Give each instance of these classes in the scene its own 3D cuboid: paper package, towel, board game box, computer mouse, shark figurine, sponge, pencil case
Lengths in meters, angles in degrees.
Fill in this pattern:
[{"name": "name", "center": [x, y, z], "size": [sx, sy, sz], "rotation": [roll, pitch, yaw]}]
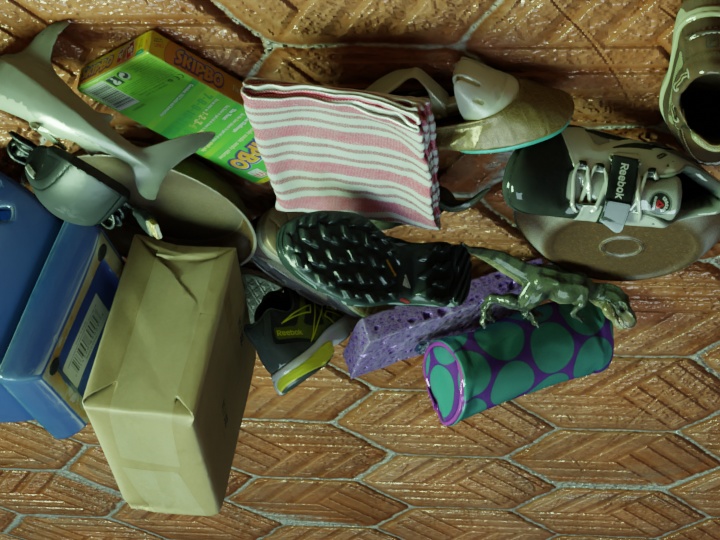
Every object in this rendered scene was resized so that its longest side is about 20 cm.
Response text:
[{"name": "paper package", "center": [-0.170, 0.099, 1.420], "size": [0.102, 0.193, 0.201], "rotation": [6, 148, 8]}, {"name": "towel", "center": [-0.011, -0.084, 1.202], "size": [0.144, 0.030, 0.201], "rotation": [8, 156, 10]}, {"name": "board game box", "center": [-0.125, -0.129, 1.258], "size": [0.095, 0.030, 0.199], "rotation": [-17, 145, 42]}, {"name": "computer mouse", "center": [-0.217, -0.052, 1.241], "size": [0.140, 0.046, 0.200], "rotation": [34, 174, -27]}, {"name": "shark figurine", "center": [-0.225, -0.140, 1.170], "size": [0.213, 0.090, 0.128], "rotation": [26, 176, 22]}, {"name": "sponge", "center": [0.084, 0.047, 1.500], "size": [0.198, 0.030, 0.112], "rotation": [-17, 161, -17]}, {"name": "pencil case", "center": [0.155, 0.085, 1.509], "size": [0.198, 0.086, 0.092], "rotation": [-16, 168, -27]}]

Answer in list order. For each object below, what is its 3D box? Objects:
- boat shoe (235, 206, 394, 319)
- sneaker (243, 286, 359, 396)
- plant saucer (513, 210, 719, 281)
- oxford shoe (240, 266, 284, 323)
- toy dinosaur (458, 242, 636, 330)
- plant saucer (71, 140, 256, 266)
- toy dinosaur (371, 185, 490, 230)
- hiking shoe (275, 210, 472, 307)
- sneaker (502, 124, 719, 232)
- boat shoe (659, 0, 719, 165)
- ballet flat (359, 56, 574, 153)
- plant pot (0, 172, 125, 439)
[{"name": "boat shoe", "center": [-0.036, -0.004, 1.470], "size": [0.064, 0.073, 0.199], "rotation": [-6, 155, 44]}, {"name": "sneaker", "center": [-0.056, 0.045, 1.504], "size": [0.074, 0.200, 0.085], "rotation": [-32, 99, 19]}, {"name": "plant saucer", "center": [0.237, -0.035, 1.389], "size": [0.198, 0.037, 0.201], "rotation": [4, 155, 2]}, {"name": "oxford shoe", "center": [-0.155, 0.022, 1.563], "size": [0.198, 0.076, 0.058], "rotation": [8, -161, -27]}, {"name": "toy dinosaur", "center": [0.159, 0.020, 1.431], "size": [0.198, 0.048, 0.088], "rotation": [18, 140, -21]}, {"name": "plant saucer", "center": [-0.186, -0.061, 1.381], "size": [0.198, 0.035, 0.201], "rotation": [11, 153, 6]}, {"name": "toy dinosaur", "center": [0.025, -0.063, 1.346], "size": [0.198, 0.078, 0.102], "rotation": [-20, 164, 23]}, {"name": "hiking shoe", "center": [0.000, 0.000, 1.287], "size": [0.198, 0.075, 0.086], "rotation": [15, 166, -38]}, {"name": "sneaker", "center": [0.207, -0.070, 1.209], "size": [0.198, 0.075, 0.088], "rotation": [-3, -161, -30]}, {"name": "boat shoe", "center": [0.260, -0.121, 1.149], "size": [0.074, 0.076, 0.203], "rotation": [-3, 155, 15]}, {"name": "ballet flat", "center": [0.065, -0.130, 1.197], "size": [0.198, 0.068, 0.073], "rotation": [-3, 137, 26]}, {"name": "plant pot", "center": [-0.318, 0.033, 1.388], "size": [0.178, 0.202, 0.200], "rotation": [16, 159, 13]}]
